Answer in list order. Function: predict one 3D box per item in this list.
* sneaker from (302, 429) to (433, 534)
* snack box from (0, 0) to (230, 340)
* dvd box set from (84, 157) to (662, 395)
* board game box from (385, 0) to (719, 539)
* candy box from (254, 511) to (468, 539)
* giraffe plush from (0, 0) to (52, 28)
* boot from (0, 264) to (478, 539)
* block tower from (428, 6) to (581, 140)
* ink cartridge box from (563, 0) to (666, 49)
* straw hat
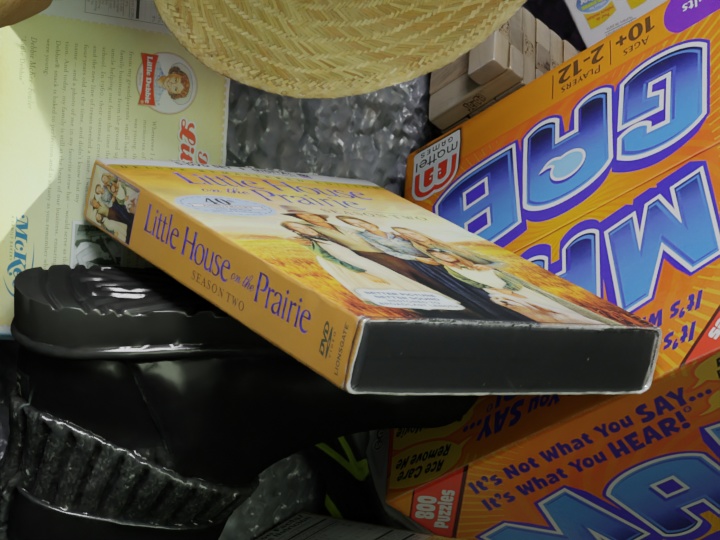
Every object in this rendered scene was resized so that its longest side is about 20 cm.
[{"bbox_3d":[0.025,0.099,0.889,0.076,0.075,0.202,-25,106,-33],"label":"sneaker"},{"bbox_3d":[-0.112,-0.070,0.813,0.115,0.037,0.202,5,87,-35],"label":"snack box"},{"bbox_3d":[0.000,0.000,0.750,0.145,0.200,0.030,4,106,-36],"label":"dvd box set"},{"bbox_3d":[0.153,0.030,0.861,0.199,0.199,0.201,35,42,-32],"label":"board game box"},{"bbox_3d":[0.028,0.174,0.813,0.055,0.199,0.116,-25,104,-34],"label":"candy box"},{"bbox_3d":[-0.146,-0.213,0.685,0.198,0.162,0.174,17,47,-18],"label":"giraffe plush"},{"bbox_3d":[-0.051,0.084,0.785,0.209,0.079,0.159,4,105,-7],"label":"boot"},{"bbox_3d":[0.115,-0.059,0.957,0.199,0.058,0.054,35,42,-32],"label":"block tower"},{"bbox_3d":[0.154,-0.180,0.919,0.076,0.136,0.201,-33,98,-56],"label":"ink cartridge box"},{"bbox_3d":[-0.009,-0.175,0.765,0.199,0.085,0.202,-13,136,-13],"label":"straw hat"}]
